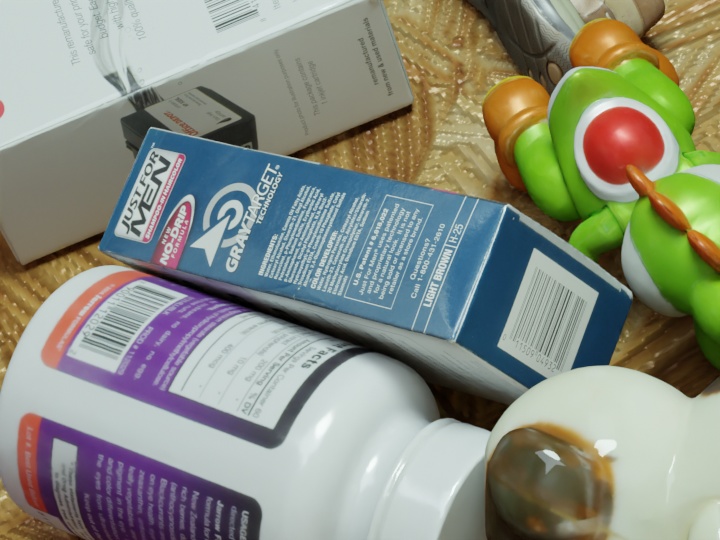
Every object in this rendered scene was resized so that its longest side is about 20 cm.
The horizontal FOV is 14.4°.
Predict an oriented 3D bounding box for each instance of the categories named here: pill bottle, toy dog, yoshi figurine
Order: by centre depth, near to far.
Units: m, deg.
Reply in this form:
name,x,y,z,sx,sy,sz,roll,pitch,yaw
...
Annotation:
name,x,y,z,sx,sy,sz,roll,pitch,yaw
toy dog,0.142,0.077,1.031,0.199,0.195,0.140,-11,14,12
pill bottle,-0.037,0.076,1.137,0.199,0.112,0.112,19,60,28
yoshi figurine,0.134,-0.016,1.187,0.112,0.113,0.200,2,30,-25

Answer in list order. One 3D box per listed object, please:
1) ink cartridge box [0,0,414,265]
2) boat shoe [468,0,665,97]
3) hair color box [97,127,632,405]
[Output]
name,x,y,z,sx,sy,sz,roll,pitch,yaw
ink cartridge box,-0.095,-0.111,1.319,0.199,0.084,0.145,-22,50,-1
boat shoe,0.071,-0.163,1.323,0.072,0.076,0.200,-28,59,-10
hair color box,0.000,0.000,1.160,0.199,0.100,0.061,13,77,41
